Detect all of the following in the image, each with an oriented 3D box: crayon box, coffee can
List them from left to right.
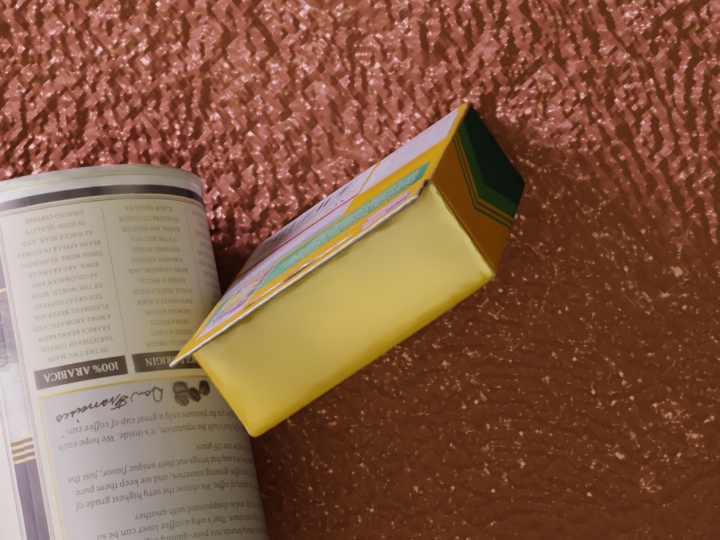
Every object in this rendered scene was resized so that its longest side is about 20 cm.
[{"bbox_3d":[-0.121,0.070,1.097,0.145,0.146,0.202,-13,80,11],"label":"coffee can"},{"bbox_3d":[0.000,0.000,1.066,0.125,0.200,0.052,-34,97,15],"label":"crayon box"}]
